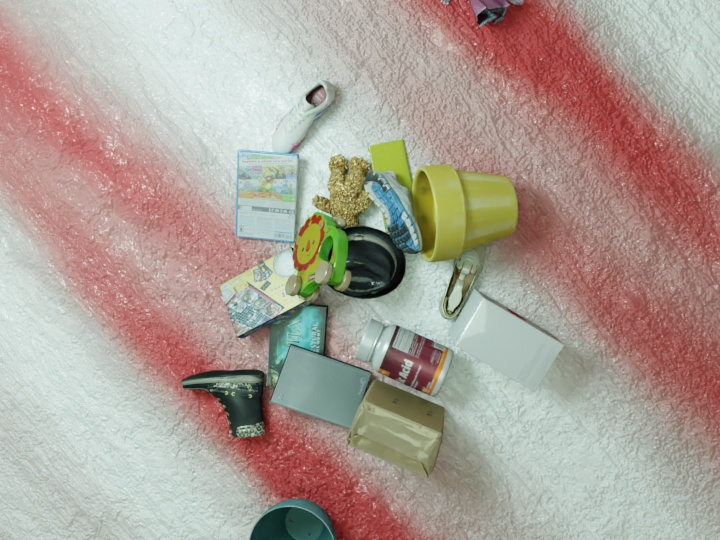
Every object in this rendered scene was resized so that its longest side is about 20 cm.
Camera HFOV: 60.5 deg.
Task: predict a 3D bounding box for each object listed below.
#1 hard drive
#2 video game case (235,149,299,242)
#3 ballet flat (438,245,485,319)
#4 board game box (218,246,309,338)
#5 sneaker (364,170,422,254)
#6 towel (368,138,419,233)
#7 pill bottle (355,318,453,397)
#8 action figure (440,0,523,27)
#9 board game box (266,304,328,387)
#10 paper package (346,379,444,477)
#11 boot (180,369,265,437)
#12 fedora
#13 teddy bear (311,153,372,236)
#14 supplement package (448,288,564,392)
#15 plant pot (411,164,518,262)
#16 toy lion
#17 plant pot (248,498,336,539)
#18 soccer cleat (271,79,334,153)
[{"bbox_3d":[-0.090,0.266,1.418,0.198,0.033,0.141,20,93,-9],"label":"hard drive"},{"bbox_3d":[-0.216,-0.171,1.421,0.142,0.018,0.202,6,104,7],"label":"video game case"},{"bbox_3d":[0.230,0.018,1.369,0.067,0.062,0.202,18,96,5],"label":"ballet flat"},{"bbox_3d":[-0.216,0.052,1.423,0.199,0.035,0.136,-27,71,9],"label":"board game box"},{"bbox_3d":[0.092,-0.133,1.343,0.075,0.086,0.201,-29,87,47],"label":"sneaker"},{"bbox_3d":[0.077,-0.189,1.391,0.085,0.018,0.202,-12,92,-11],"label":"towel"},{"bbox_3d":[0.096,0.190,1.372,0.199,0.114,0.115,23,97,5],"label":"pill bottle"},{"bbox_3d":[0.237,-0.614,1.288,0.148,0.134,0.201,-30,93,7],"label":"action figure"},{"bbox_3d":[-0.149,0.177,1.446,0.134,0.028,0.202,4,95,6],"label":"board game box"},{"bbox_3d":[0.083,0.337,1.341,0.189,0.200,0.104,22,96,6],"label":"paper package"},{"bbox_3d":[-0.320,0.316,1.457,0.202,0.073,0.155,-4,96,7],"label":"boot"},{"bbox_3d":[0.000,0.000,1.355,0.199,0.092,0.202,2,117,5],"label":"fedora"},{"bbox_3d":[-0.037,-0.164,1.389,0.144,0.067,0.201,23,96,8],"label":"teddy bear"},{"bbox_3d":[0.308,0.146,1.328,0.199,0.121,0.120,30,98,-3],"label":"supplement package"},{"bbox_3d":[0.221,-0.126,1.303,0.187,0.201,0.203,-6,93,-8],"label":"plant pot"},{"bbox_3d":[-0.090,-0.039,1.322,0.068,0.199,0.193,19,67,-31],"label":"toy lion"},{"bbox_3d":[-0.143,0.610,1.422,0.198,0.135,0.202,1,94,7],"label":"plant pot"},{"bbox_3d":[-0.136,-0.346,1.379,0.070,0.086,0.200,41,98,3],"label":"soccer cleat"}]
